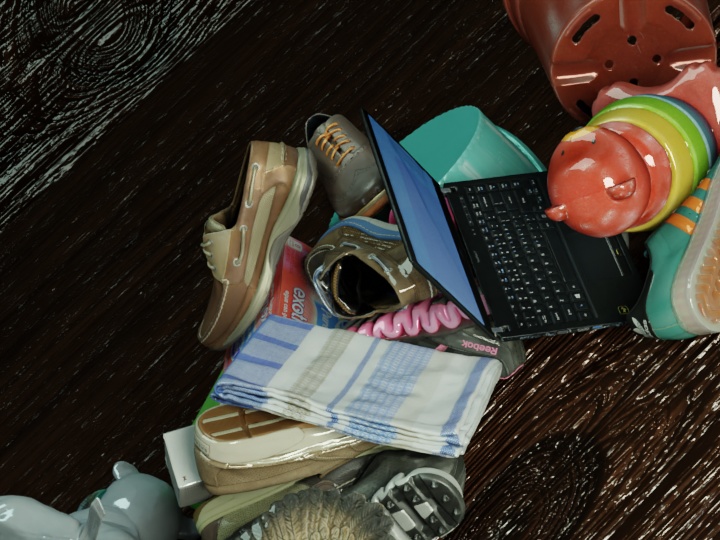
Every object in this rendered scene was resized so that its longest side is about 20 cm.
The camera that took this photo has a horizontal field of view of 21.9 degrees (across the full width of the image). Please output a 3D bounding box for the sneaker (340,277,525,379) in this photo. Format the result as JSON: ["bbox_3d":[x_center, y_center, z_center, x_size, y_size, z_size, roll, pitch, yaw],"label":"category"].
[{"bbox_3d":[0.052,0.067,1.520,0.200,0.095,0.079,-15,17,42],"label":"sneaker"}]

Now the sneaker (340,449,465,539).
[{"bbox_3d":[0.005,0.186,1.415,0.200,0.066,0.091,-30,16,29],"label":"sneaker"}]

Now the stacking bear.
[{"bbox_3d":[0.207,-0.081,1.423,0.121,0.114,0.200,-12,9,32],"label":"stacking bear"}]

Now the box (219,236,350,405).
[{"bbox_3d":[-0.058,0.080,1.638,0.103,0.095,0.200,-49,23,32],"label":"box"}]

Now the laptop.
[{"bbox_3d":[0.112,-0.043,1.412,0.200,0.103,0.177,-7,46,-10],"label":"laptop"}]

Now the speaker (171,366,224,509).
[{"bbox_3d":[-0.105,0.133,1.714,0.088,0.088,0.200,-28,23,36],"label":"speaker"}]

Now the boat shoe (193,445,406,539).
[{"bbox_3d":[-0.035,0.190,1.484,0.200,0.073,0.065,-23,66,14],"label":"boat shoe"}]

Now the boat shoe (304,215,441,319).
[{"bbox_3d":[0.000,0.000,1.518,0.072,0.072,0.200,-33,12,-27],"label":"boat shoe"}]

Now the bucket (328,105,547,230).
[{"bbox_3d":[0.080,-0.039,1.648,0.207,0.135,0.207,-37,19,15],"label":"bucket"}]

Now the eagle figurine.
[{"bbox_3d":[-0.050,0.253,1.279,0.200,0.152,0.151,-43,-2,11],"label":"eagle figurine"}]

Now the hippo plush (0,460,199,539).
[{"bbox_3d":[-0.239,0.230,1.646,0.200,0.159,0.161,-53,-1,32],"label":"hippo plush"}]

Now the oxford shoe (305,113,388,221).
[{"bbox_3d":[-0.014,-0.091,1.623,0.071,0.073,0.200,-42,19,0],"label":"oxford shoe"}]

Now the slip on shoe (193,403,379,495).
[{"bbox_3d":[-0.030,0.127,1.422,0.200,0.061,0.076,-12,31,-22],"label":"slip on shoe"}]

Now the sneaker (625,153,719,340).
[{"bbox_3d":[0.253,-0.029,1.379,0.080,0.071,0.200,-15,34,46],"label":"sneaker"}]

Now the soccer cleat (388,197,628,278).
[{"bbox_3d":[0.125,-0.027,1.525,0.200,0.070,0.086,16,39,17],"label":"soccer cleat"}]

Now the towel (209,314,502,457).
[{"bbox_3d":[0.001,0.083,1.414,0.200,0.024,0.147,12,26,13],"label":"towel"}]

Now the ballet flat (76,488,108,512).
[{"bbox_3d":[-0.271,0.294,1.739,0.074,0.074,0.200,-23,24,44],"label":"ballet flat"}]

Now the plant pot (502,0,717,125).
[{"bbox_3d":[0.237,-0.233,1.705,0.201,0.201,0.195,-35,27,19],"label":"plant pot"}]

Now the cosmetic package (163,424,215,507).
[{"bbox_3d":[-0.056,0.132,1.488,0.200,0.051,0.083,-15,-14,-10],"label":"cosmetic package"}]

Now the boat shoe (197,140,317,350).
[{"bbox_3d":[-0.106,-0.026,1.629,0.200,0.072,0.076,-66,18,13],"label":"boat shoe"}]
